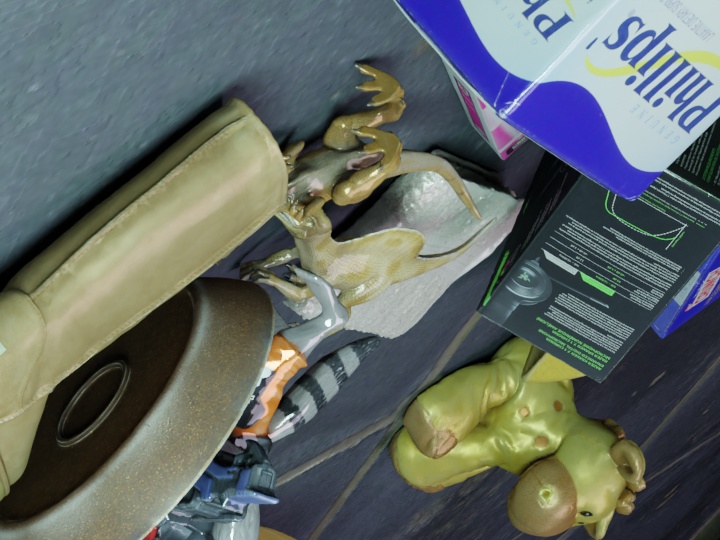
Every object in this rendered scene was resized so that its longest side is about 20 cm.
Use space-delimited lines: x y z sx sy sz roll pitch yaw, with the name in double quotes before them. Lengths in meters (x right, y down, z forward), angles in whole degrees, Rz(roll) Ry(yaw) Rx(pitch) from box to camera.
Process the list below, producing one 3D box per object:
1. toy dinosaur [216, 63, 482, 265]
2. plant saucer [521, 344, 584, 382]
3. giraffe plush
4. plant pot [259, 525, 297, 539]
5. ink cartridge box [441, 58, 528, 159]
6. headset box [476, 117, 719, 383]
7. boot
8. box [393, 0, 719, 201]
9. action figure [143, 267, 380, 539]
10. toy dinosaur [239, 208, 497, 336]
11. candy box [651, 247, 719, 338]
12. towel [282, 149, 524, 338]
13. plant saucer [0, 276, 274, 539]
"toy dinosaur" -0.001 -0.056 1.327 0.199 0.061 0.106 -15 158 -34
"plant saucer" 0.201 -0.024 1.754 0.200 0.048 0.200 -50 -172 34
"giraffe plush" 0.143 0.144 2.014 0.200 0.162 0.173 -40 164 1
"plant pot" -0.089 0.279 1.825 0.199 0.200 0.141 -28 145 -36
"ink cartridge box" 0.094 -0.127 1.400 0.095 0.037 0.200 -40 163 -1
"headset box" 0.167 -0.057 1.523 0.200 0.092 0.175 -57 -174 50
"boot" -0.125 0.020 1.230 0.200 0.066 0.175 -40 171 -18
"box" 0.142 -0.153 1.244 0.200 0.105 0.184 -45 153 11
"action figure" -0.059 0.097 1.287 0.200 0.104 0.194 5 -115 59
"toy dinosaur" 0.000 0.000 1.426 0.101 0.059 0.199 -30 157 30
"candy box" 0.313 -0.056 2.030 0.199 0.077 0.169 -34 165 -26
"towel" 0.034 -0.012 1.571 0.133 0.035 0.200 -44 164 11
"plant saucer" -0.125 0.075 1.272 0.200 0.034 0.201 -38 -155 21
